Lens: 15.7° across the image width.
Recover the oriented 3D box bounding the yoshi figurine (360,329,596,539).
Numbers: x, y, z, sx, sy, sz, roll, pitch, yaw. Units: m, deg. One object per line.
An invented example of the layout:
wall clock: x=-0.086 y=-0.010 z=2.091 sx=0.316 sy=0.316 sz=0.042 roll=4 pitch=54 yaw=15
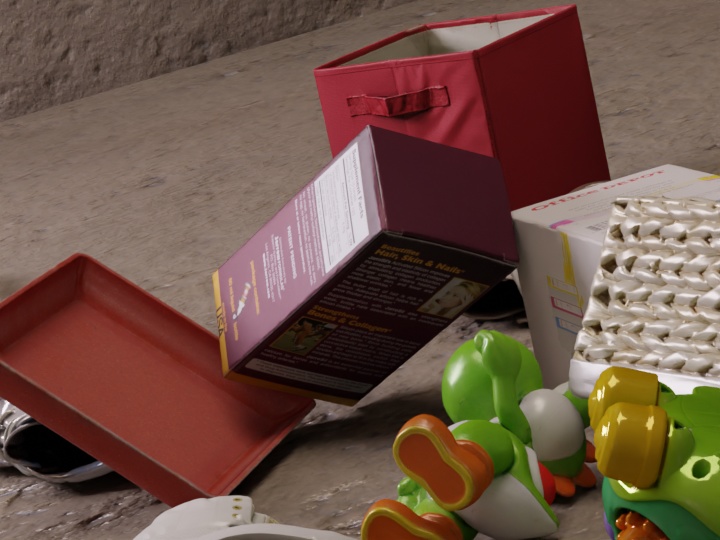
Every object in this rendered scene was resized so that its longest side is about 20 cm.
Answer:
yoshi figurine: x=0.062 y=0.094 z=1.493 sx=0.112 sy=0.113 sz=0.200 roll=-13 pitch=7 yaw=31

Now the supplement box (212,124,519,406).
supplement box: x=0.000 y=0.000 z=1.731 sx=0.110 sy=0.086 sz=0.200 roll=13 pitch=-38 yaw=-32

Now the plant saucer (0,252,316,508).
plant saucer: x=-0.148 y=0.078 z=1.719 sx=0.199 sy=0.037 sz=0.200 roll=31 pitch=23 yaw=7

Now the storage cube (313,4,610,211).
storage cube: x=0.088 y=-0.111 z=2.213 sx=0.170 sy=0.181 sz=0.200 roll=-4 pitch=16 yaw=36

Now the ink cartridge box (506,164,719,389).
ink cartridge box: x=0.188 y=0.014 z=1.668 sx=0.128 sy=0.126 sz=0.200 roll=-16 pitch=13 yaw=-16

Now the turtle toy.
turtle toy: x=0.177 y=0.111 z=1.295 sx=0.145 sy=0.102 sz=0.200 roll=11 pitch=10 yaw=0

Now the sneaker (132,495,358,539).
sneaker: x=-0.055 y=0.154 z=1.410 sx=0.199 sy=0.074 sz=0.116 roll=-7 pitch=16 yaw=29

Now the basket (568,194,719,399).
basket: x=0.230 y=0.030 z=1.465 sx=0.135 sy=0.124 sz=0.200 roll=11 pitch=-1 yaw=-31

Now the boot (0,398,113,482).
boot: x=-0.225 y=0.106 z=1.791 sx=0.199 sy=0.074 sz=0.095 roll=-6 pitch=7 yaw=24

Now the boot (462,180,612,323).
boot: x=0.154 y=-0.006 z=1.966 sx=0.199 sy=0.071 sz=0.146 roll=-12 pitch=18 yaw=6
